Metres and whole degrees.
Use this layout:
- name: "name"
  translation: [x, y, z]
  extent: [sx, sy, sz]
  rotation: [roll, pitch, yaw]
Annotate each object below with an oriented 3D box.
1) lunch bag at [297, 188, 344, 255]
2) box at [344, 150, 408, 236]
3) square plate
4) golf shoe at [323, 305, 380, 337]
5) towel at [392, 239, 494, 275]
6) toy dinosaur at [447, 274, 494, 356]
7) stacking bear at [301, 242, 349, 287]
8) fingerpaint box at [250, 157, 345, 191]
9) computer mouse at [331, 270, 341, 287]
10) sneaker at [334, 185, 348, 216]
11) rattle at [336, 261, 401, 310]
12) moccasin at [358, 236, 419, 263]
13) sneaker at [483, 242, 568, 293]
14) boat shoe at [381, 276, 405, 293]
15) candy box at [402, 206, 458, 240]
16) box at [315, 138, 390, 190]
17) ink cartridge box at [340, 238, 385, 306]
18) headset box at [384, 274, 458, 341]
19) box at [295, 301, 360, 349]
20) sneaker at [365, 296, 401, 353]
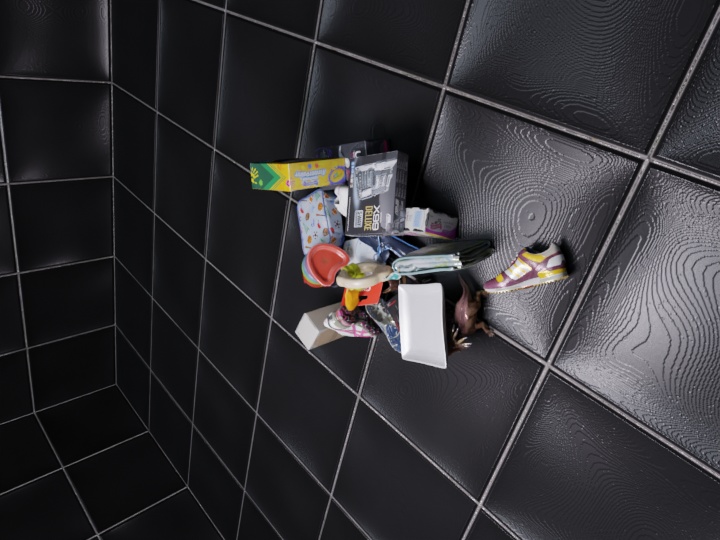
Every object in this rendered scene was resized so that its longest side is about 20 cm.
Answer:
- name: "lunch bag"
  translation: [-0.129, -0.148, 1.583]
  extent: [0.160, 0.075, 0.202]
  rotation: [-22, 71, 45]
- name: "box"
  translation: [0.039, -0.185, 1.267]
  extent: [0.157, 0.050, 0.202]
  rotation: [3, 88, 42]
- name: "square plate"
  translation: [0.159, 0.133, 1.280]
  extent: [0.198, 0.028, 0.202]
  rotation: [-5, 87, 64]
- name: "golf shoe"
  translation: [-0.022, 0.159, 1.510]
  extent: [0.092, 0.199, 0.073]
  rotation: [-31, 52, 32]
- name: "towel"
  translation: [0.201, -0.032, 1.240]
  extent: [0.199, 0.171, 0.049]
  rotation: [-2, 102, 45]
- name: "toy dinosaur"
  translation: [0.256, 0.116, 1.252]
  extent: [0.085, 0.135, 0.202]
  rotation: [5, 104, 44]
- name: "stacking bear"
  translation: [-0.125, -0.003, 1.534]
  extent: [0.114, 0.122, 0.200]
  rotation: [40, 159, -3]
- name: "fingerpaint box"
  translation: [-0.167, -0.264, 1.370]
  extent: [0.166, 0.199, 0.074]
  rotation: [12, 112, 42]
- name: "computer mouse"
  translation: [-0.099, -0.019, 1.640]
  extent: [0.200, 0.052, 0.139]
  rotation: [42, 127, 42]
- name: "sneaker"
  translation: [-0.016, -0.174, 1.436]
  extent: [0.099, 0.075, 0.200]
  rotation: [14, 153, 21]
- name: "rattle"
  translation: [0.042, 0.050, 1.362]
  extent: [0.198, 0.130, 0.144]
  rotation: [0, 99, 19]
- name: "moccasin"
  translation: [0.080, -0.053, 1.372]
  extent: [0.199, 0.069, 0.081]
  rotation: [23, 162, 14]
- name: "sneaker"
  translation: [0.368, -0.004, 1.158]
  extent: [0.199, 0.075, 0.091]
  rotation: [-17, 81, 40]
- name: "boat shoe"
  translation: [0.039, 0.037, 1.497]
  extent: [0.199, 0.070, 0.071]
  rotation: [-13, 97, 48]
- name: "candy box"
  translation: [0.129, -0.124, 1.305]
  extent: [0.199, 0.136, 0.062]
  rotation: [10, 91, 44]
- name: "box"
  translation: [-0.018, -0.297, 1.432]
  extent: [0.199, 0.106, 0.123]
  rotation: [5, 107, 44]
- name: "ink cartridge box"
  translation: [0.000, 0.000, 1.475]
  extent: [0.159, 0.047, 0.201]
  rotation: [-9, 62, 46]
- name: "headset box"
  translation: [0.176, 0.137, 1.382]
  extent: [0.149, 0.077, 0.201]
  rotation: [-41, 71, 43]
- name: "box"
  translation: [-0.093, 0.163, 1.572]
  extent: [0.078, 0.199, 0.095]
  rotation: [49, 131, 24]
- name: "sneaker"
  translation: [0.089, 0.154, 1.485]
  extent: [0.201, 0.077, 0.085]
  rotation: [55, 177, -4]
